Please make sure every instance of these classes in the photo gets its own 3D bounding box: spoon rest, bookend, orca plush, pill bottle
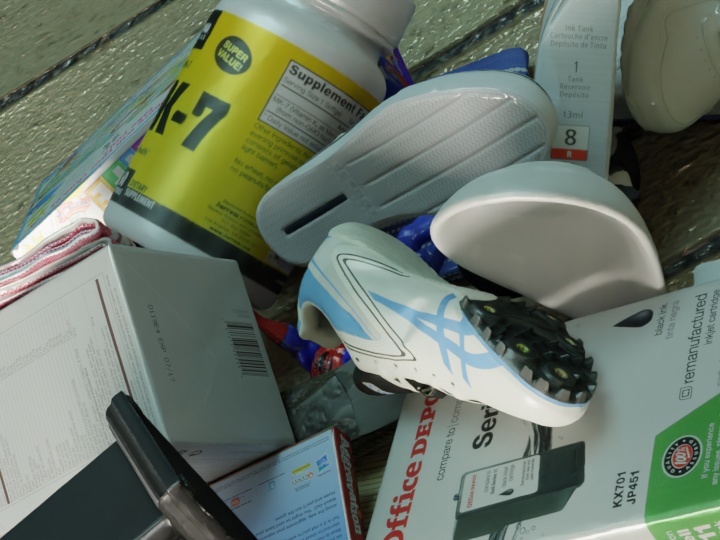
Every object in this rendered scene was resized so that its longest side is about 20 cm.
[{"bbox_3d":[0.119,-0.002,0.988,0.099,0.200,0.061,-18,63,43],"label":"spoon rest"},{"bbox_3d":[-0.112,0.198,0.938,0.199,0.200,0.092,-39,31,-4],"label":"bookend"},{"bbox_3d":[0.105,-0.019,1.122,0.105,0.071,0.200,-5,19,15],"label":"orca plush"},{"bbox_3d":[-0.055,-0.089,1.210,0.114,0.114,0.200,25,85,55],"label":"pill bottle"}]

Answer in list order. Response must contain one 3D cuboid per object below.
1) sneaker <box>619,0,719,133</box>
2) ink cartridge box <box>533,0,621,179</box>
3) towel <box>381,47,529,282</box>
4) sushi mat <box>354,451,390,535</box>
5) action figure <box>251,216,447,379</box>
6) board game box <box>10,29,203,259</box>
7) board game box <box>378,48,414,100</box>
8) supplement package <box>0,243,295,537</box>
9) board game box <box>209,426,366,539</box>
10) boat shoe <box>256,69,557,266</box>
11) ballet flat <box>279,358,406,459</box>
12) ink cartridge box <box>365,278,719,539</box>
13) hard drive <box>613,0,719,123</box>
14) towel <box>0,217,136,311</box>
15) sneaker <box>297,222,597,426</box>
[{"bbox_3d":[0.220,-0.150,1.119,0.200,0.078,0.099,-50,37,-16],"label":"sneaker"},{"bbox_3d":[0.117,-0.161,1.103,0.050,0.201,0.162,2,19,7],"label":"ink cartridge box"},{"bbox_3d":[0.038,-0.052,1.283,0.144,0.024,0.200,-20,38,25],"label":"towel"},{"bbox_3d":[-0.040,0.143,1.113,0.200,0.012,0.096,-15,38,33],"label":"sushi mat"},{"bbox_3d":[0.000,0.000,1.163,0.065,0.099,0.200,21,78,55],"label":"action figure"},{"bbox_3d":[-0.153,-0.090,1.444,0.200,0.034,0.135,-41,16,16],"label":"board game box"},{"bbox_3d":[-0.053,-0.071,1.335,0.200,0.045,0.135,-42,28,13],"label":"board game box"},{"bbox_3d":[-0.155,0.081,1.116,0.200,0.109,0.114,-28,70,29],"label":"supplement package"},{"bbox_3d":[-0.084,0.166,1.086,0.200,0.019,0.103,-27,51,23],"label":"board game box"},{"bbox_3d":[0.026,-0.065,1.091,0.200,0.072,0.071,-20,22,41],"label":"boat shoe"},{"bbox_3d":[-0.037,0.089,1.131,0.200,0.046,0.068,-27,71,27],"label":"ballet flat"},{"bbox_3d":[0.110,0.096,0.955,0.200,0.083,0.147,-18,36,31],"label":"ink cartridge box"},{"bbox_3d":[0.203,-0.140,1.219,0.200,0.025,0.132,1,49,46],"label":"hard drive"},{"bbox_3d":[-0.173,0.025,1.170,0.146,0.200,0.030,-23,73,8],"label":"towel"},{"bbox_3d":[0.038,0.037,0.975,0.200,0.072,0.073,29,103,53],"label":"sneaker"}]
